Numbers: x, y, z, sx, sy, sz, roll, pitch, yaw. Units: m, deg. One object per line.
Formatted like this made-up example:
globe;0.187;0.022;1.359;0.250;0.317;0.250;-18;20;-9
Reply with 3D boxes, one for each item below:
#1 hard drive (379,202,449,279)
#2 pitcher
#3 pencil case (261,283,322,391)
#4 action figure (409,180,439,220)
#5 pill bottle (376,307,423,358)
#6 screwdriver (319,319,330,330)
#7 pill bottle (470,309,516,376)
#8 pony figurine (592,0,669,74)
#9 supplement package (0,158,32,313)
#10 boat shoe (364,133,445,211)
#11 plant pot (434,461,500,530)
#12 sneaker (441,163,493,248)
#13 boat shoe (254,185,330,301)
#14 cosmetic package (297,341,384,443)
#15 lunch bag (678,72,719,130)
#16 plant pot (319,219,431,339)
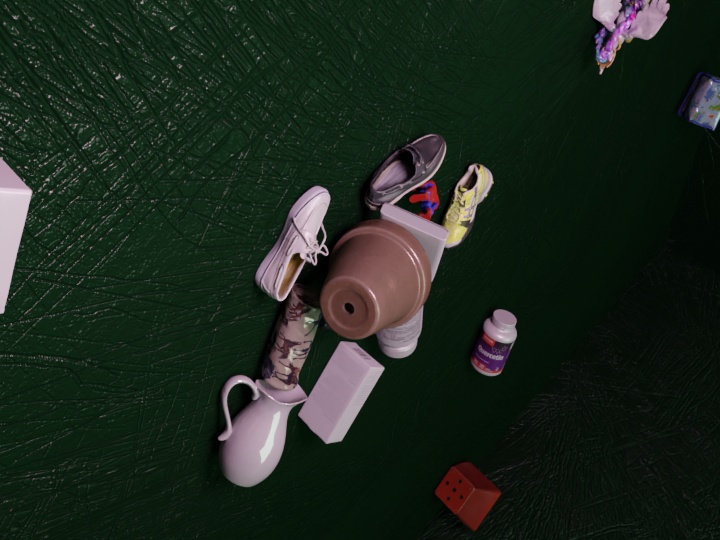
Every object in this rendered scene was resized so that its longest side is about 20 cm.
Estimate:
hard drive;0.094;-0.049;1.267;0.027;0.130;0.201;-62;171;-21
pitcher;-0.215;0.301;1.261;0.169;0.121;0.203;22;101;-29
pencil case;-0.123;0.128;1.236;0.088;0.078;0.203;9;114;-33
action figure;0.126;-0.140;1.299;0.200;0.051;0.067;-48;122;-69
pill bottle;0.084;0.097;1.466;0.113;0.113;0.203;-36;146;-28
screwdriver;-0.031;0.122;1.415;0.029;0.028;0.199;-29;158;20
pill bottle;0.427;0.228;2.090;0.111;0.112;0.203;-22;136;-42
pony figurine;0.623;-0.584;1.549;0.201;0.164;0.195;-50;161;-38
supplement package;-0.386;-0.062;0.550;0.120;0.199;0.122;-2;123;-52
boat shoe;0.084;-0.195;1.217;0.198;0.075;0.066;-37;159;-11
plant pot;0.423;0.916;2.709;0.202;0.199;0.176;-54;139;0
sneaker;0.224;-0.149;1.476;0.076;0.075;0.203;28;86;-52
boat shoe;-0.096;-0.038;1.101;0.204;0.086;0.074;-56;150;4
cosmetic package;-0.044;0.272;1.472;0.202;0.101;0.071;-59;150;9
lunch bag;1.276;-0.635;2.438;0.201;0.125;0.173;-60;171;-63
plant pot;0.011;0.030;1.159;0.175;0.197;0.204;-42;155;-60
